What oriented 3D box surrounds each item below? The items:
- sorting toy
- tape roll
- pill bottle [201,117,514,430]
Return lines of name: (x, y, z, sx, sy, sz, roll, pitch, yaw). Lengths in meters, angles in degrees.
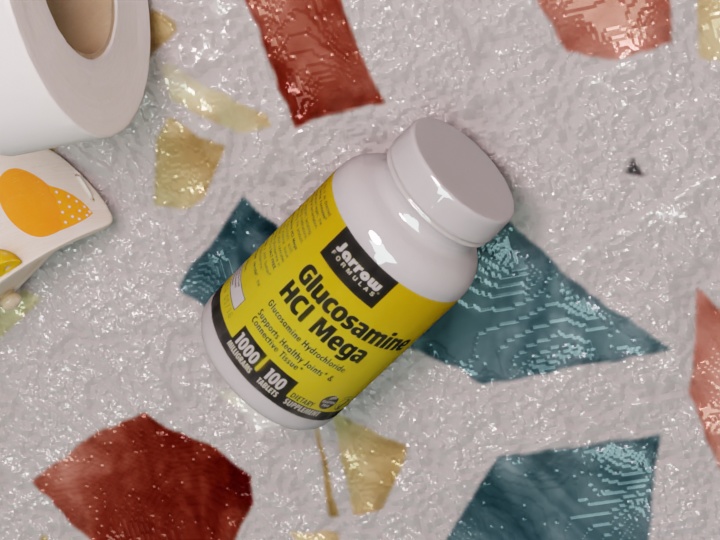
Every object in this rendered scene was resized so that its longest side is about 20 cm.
sorting toy: (-0.299, -0.036, 1.729, 0.200, 0.107, 0.180, -43, 76, 26)
tape roll: (-0.201, -0.174, 1.571, 0.071, 0.202, 0.203, -10, 108, 20)
pill bottle: (0.000, 0.000, 1.630, 0.112, 0.112, 0.200, 43, 117, -4)
